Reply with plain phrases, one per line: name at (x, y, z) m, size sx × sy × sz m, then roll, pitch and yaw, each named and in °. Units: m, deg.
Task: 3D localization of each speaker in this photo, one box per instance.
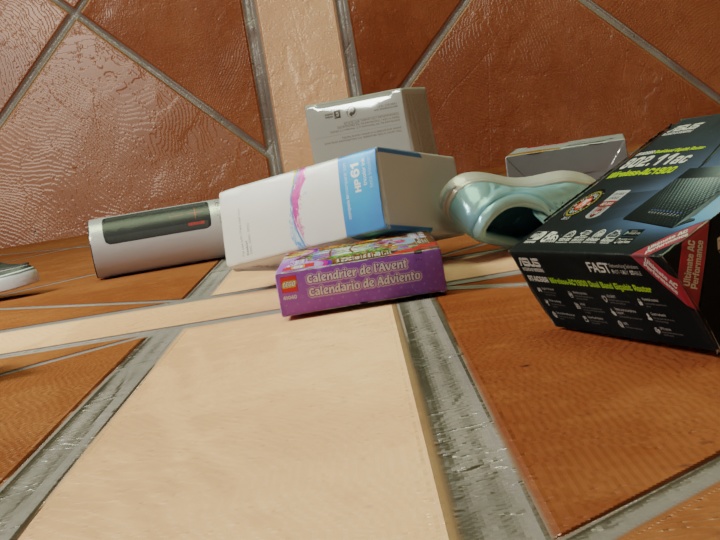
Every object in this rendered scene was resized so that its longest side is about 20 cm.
speaker at (-0.256, -0.044, 1.911) m, size 0.199 × 0.081 × 0.081 m, roll -9°, pitch 6°, yaw -6°

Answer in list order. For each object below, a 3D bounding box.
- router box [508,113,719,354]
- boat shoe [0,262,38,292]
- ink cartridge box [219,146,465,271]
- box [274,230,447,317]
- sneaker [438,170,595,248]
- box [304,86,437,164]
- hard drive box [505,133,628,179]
router box at (0.192, -0.029, 0.818) m, size 0.150 × 0.062 × 0.200 m, roll -36°, pitch 12°, yaw -14°
boat shoe at (-0.512, 0.007, 1.845) m, size 0.200 × 0.057 × 0.069 m, roll -9°, pitch 6°, yaw 11°
ink cartridge box at (-0.020, -0.057, 1.428) m, size 0.200 × 0.085 × 0.144 m, roll -14°, pitch -9°, yaw 34°
box at (0.000, 0.000, 1.247) m, size 0.137 × 0.039 × 0.200 m, roll -10°, pitch 5°, yaw 0°
sneaker at (0.174, -0.048, 1.404) m, size 0.200 × 0.074 × 0.082 m, roll -3°, pitch 39°, yaw -30°
box at (0.028, -0.231, 2.688) m, size 0.199 × 0.201 × 0.171 m, roll -8°, pitch 4°, yaw 20°
hard drive box at (0.278, -0.130, 1.906) m, size 0.155 × 0.077 × 0.200 m, roll -8°, pitch 5°, yaw 10°
